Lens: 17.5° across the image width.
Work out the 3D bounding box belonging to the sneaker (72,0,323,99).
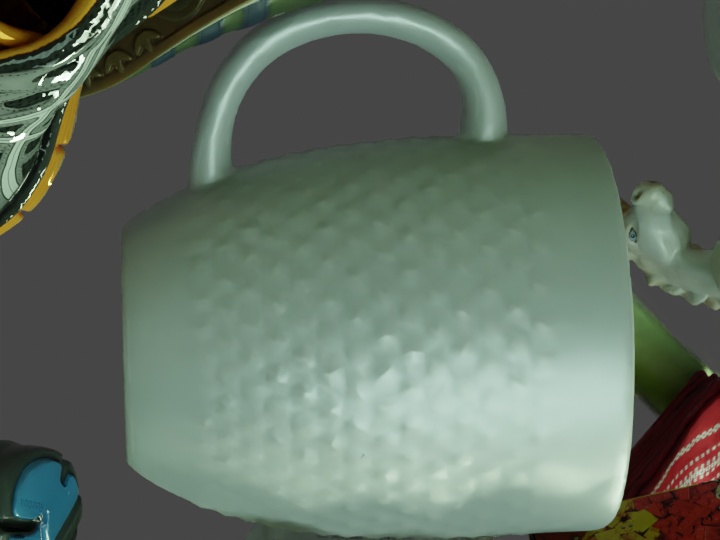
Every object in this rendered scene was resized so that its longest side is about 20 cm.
[{"bbox_3d":[-0.058,-0.106,0.814,0.200,0.090,0.067,-19,90,24],"label":"sneaker"}]

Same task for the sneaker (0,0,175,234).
[{"bbox_3d":[-0.122,-0.073,0.754,0.078,0.077,0.200,44,117,7],"label":"sneaker"}]

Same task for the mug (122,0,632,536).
[{"bbox_3d":[0.000,0.000,0.865,0.175,0.148,0.200,-2,98,-5],"label":"mug"}]

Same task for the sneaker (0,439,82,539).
[{"bbox_3d":[-0.156,0.143,0.960,0.082,0.073,0.200,18,125,22],"label":"sneaker"}]

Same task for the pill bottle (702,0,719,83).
[{"bbox_3d":[0.241,-0.095,0.896,0.200,0.110,0.110,10,120,-24],"label":"pill bottle"}]

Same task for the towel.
[{"bbox_3d":[0.125,0.156,1.037,0.145,0.022,0.200,-42,140,-39],"label":"towel"}]

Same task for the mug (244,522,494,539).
[{"bbox_3d":[-0.021,0.176,0.992,0.200,0.148,0.175,8,122,13],"label":"mug"}]

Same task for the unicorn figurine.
[{"bbox_3d":[0.173,-0.014,0.865,0.200,0.074,0.137,8,168,2],"label":"unicorn figurine"}]

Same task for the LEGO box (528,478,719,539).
[{"bbox_3d":[0.155,0.182,0.950,0.149,0.077,0.200,-12,127,-5],"label":"LEGO box"}]
